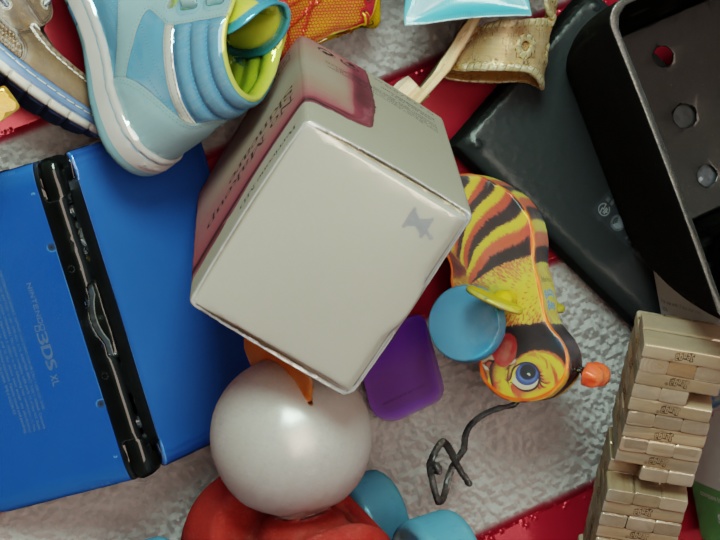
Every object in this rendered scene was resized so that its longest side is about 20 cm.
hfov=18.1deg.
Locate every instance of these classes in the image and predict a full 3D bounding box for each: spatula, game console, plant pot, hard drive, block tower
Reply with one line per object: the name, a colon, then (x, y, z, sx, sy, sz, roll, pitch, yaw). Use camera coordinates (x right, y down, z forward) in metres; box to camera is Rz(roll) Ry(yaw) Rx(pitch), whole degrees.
spatula: (0.000, 0.000, 1.438, 0.056, 0.021, 0.200, -25, 96, -26)
game console: (-0.169, 0.026, 1.391, 0.170, 0.118, 0.200, -15, 96, 15)
plant pot: (0.236, -0.097, 1.392, 0.200, 0.177, 0.200, -24, 98, -16)
hard drive: (0.172, -0.066, 1.483, 0.200, 0.033, 0.140, 44, 80, -14)
block tower: (0.183, 0.117, 1.424, 0.058, 0.054, 0.200, 10, 123, -2)

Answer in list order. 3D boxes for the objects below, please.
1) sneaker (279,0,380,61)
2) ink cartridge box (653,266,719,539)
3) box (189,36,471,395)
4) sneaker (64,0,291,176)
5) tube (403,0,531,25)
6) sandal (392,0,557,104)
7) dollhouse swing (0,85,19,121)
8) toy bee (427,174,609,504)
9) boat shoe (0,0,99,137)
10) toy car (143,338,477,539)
sneaker: (-0.030, -0.163, 1.399, 0.200, 0.073, 0.077, -44, 102, -11)
ink cartridge box: (0.285, 0.071, 1.474, 0.145, 0.087, 0.200, -17, 104, -21)
box: (-0.021, -0.037, 1.305, 0.109, 0.200, 0.128, 30, 105, -12)
sneaker: (-0.106, -0.168, 1.330, 0.079, 0.130, 0.200, 2, 69, -57)
tube: (0.059, -0.246, 1.402, 0.077, 0.050, 0.200, -5, 72, 4)
sandal: (0.083, -0.131, 1.429, 0.070, 0.078, 0.212, 44, 87, -1)
dollhouse swing: (-0.342, -0.110, 1.265, 0.176, 0.182, 0.200, -41, 103, -33)
toy bee: (0.104, 0.039, 1.423, 0.109, 0.131, 0.200, 1, 111, 18)
boat shoe: (-0.218, -0.158, 1.343, 0.200, 0.072, 0.072, 38, 79, -15)
toy car: (-0.046, 0.117, 1.334, 0.184, 0.177, 0.200, -14, 107, -25)
